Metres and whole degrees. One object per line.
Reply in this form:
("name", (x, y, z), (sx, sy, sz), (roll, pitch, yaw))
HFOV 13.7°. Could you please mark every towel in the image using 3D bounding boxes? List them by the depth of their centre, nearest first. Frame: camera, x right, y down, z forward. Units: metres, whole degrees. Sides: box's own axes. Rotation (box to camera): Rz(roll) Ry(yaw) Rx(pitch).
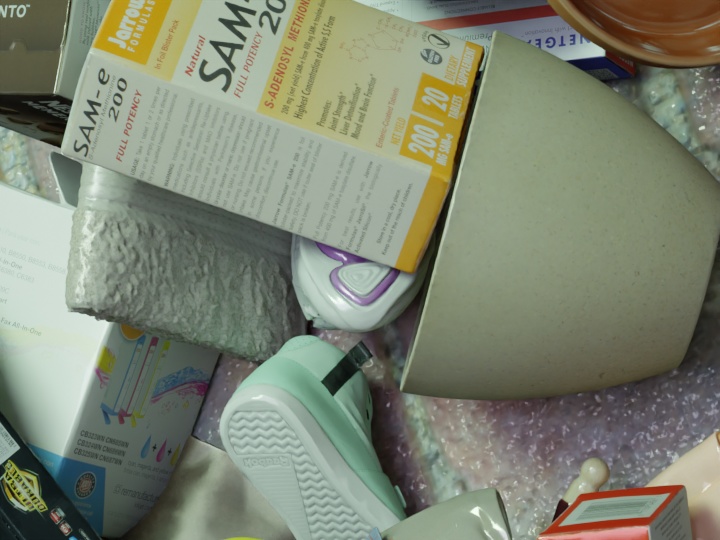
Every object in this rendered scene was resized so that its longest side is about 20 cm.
("towel", (-0.089, -0.022, 1.696), (0.034, 0.200, 0.133), (-2, 78, 37))

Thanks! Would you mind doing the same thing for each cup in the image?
("cup", (0.114, -0.014, 1.612), (0.143, 0.200, 0.201), (15, 85, 1))

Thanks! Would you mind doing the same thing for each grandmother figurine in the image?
("grandmother figurine", (0.145, 0.162, 1.619), (0.200, 0.061, 0.121), (-36, 57, 19))

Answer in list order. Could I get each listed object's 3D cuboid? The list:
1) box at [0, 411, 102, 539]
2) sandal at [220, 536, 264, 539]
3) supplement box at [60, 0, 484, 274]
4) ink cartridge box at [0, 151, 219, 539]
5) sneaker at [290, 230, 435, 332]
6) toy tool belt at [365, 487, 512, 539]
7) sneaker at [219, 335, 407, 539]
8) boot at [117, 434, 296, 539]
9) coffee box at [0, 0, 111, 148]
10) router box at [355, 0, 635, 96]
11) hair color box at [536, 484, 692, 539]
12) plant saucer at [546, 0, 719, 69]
("box", (-0.227, 0.167, 1.698), (0.159, 0.046, 0.200), (53, 138, -4))
("sandal", (-0.024, 0.227, 1.625), (0.200, 0.087, 0.079), (45, 112, -2))
("supplement box", (-0.044, -0.092, 1.596), (0.199, 0.126, 0.074), (19, 130, -3))
("ink cartridge box", (-0.168, 0.042, 1.760), (0.125, 0.128, 0.201), (19, 89, 29))
("sneaker", (0.000, 0.000, 1.668), (0.075, 0.200, 0.100), (1, 113, -4))
("toy tool belt", (0.031, 0.205, 1.539), (0.123, 0.125, 0.200), (-13, 35, 1))
("sneaker", (0.005, 0.127, 1.688), (0.074, 0.118, 0.201), (-25, 104, 26))
("boot", (-0.066, 0.207, 1.706), (0.200, 0.072, 0.167), (33, 88, 21))
("coffee box", (-0.150, -0.115, 1.738), (0.113, 0.200, 0.080), (4, 81, 34))
("router box", (0.058, -0.192, 1.742), (0.199, 0.049, 0.180), (-5, 77, 26))
("hair color box", (0.141, 0.220, 1.539), (0.064, 0.111, 0.201), (-7, 95, 16))
("plant saucer", (0.167, -0.209, 1.633), (0.032, 0.200, 0.201), (170, 111, -69))
